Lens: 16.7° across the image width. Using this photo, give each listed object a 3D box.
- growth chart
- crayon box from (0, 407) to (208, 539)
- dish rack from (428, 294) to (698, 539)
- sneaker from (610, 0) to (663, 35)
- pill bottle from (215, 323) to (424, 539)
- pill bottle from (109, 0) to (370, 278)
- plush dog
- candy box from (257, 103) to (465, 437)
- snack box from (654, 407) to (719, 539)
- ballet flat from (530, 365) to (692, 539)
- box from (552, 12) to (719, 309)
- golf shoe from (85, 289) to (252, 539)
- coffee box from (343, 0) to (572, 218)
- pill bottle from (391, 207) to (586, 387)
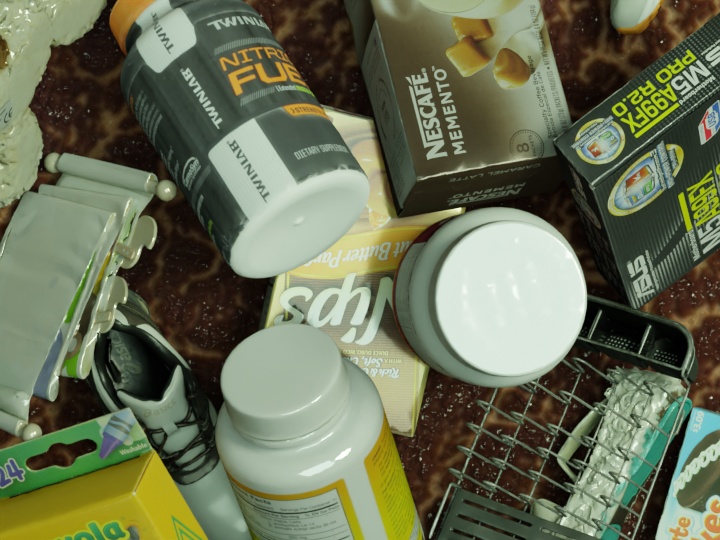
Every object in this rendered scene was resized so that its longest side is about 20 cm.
[{"bbox_3d":[-0.202,0.015,1.592,0.018,0.144,0.201,30,87,-47],"label":"growth chart"},{"bbox_3d":[-0.158,0.196,1.563,0.125,0.052,0.201,-18,114,23],"label":"crayon box"},{"bbox_3d":[0.129,0.117,1.615,0.153,0.055,0.201,17,79,31],"label":"dish rack"},{"bbox_3d":[0.176,-0.258,1.644,0.091,0.076,0.202,9,84,2],"label":"sneaker"},{"bbox_3d":[-0.028,0.130,1.569,0.109,0.110,0.201,-21,133,-4],"label":"pill bottle"},{"bbox_3d":[-0.086,-0.102,1.577,0.106,0.106,0.201,-32,67,-3],"label":"pill bottle"},{"bbox_3d":[-0.281,-0.156,1.572,0.171,0.160,0.201,21,91,17],"label":"plush dog"},{"bbox_3d":[0.000,0.000,1.638,0.115,0.055,0.202,13,90,-6],"label":"candy box"},{"bbox_3d":[0.254,0.205,1.661,0.115,0.037,0.202,16,91,17],"label":"snack box"},{"bbox_3d":[0.155,0.154,1.664,0.071,0.072,0.201,29,87,-6],"label":"ballet flat"},{"bbox_3d":[0.214,-0.072,1.590,0.160,0.200,0.044,-37,62,-5],"label":"box"},{"bbox_3d":[-0.127,0.105,1.612,0.078,0.094,0.201,-37,97,-4],"label":"golf shoe"},{"bbox_3d":[0.058,-0.147,1.591,0.113,0.080,0.202,-10,75,-13],"label":"coffee box"},{"bbox_3d":[0.080,0.016,1.517,0.109,0.200,0.111,0,89,-5],"label":"pill bottle"}]
